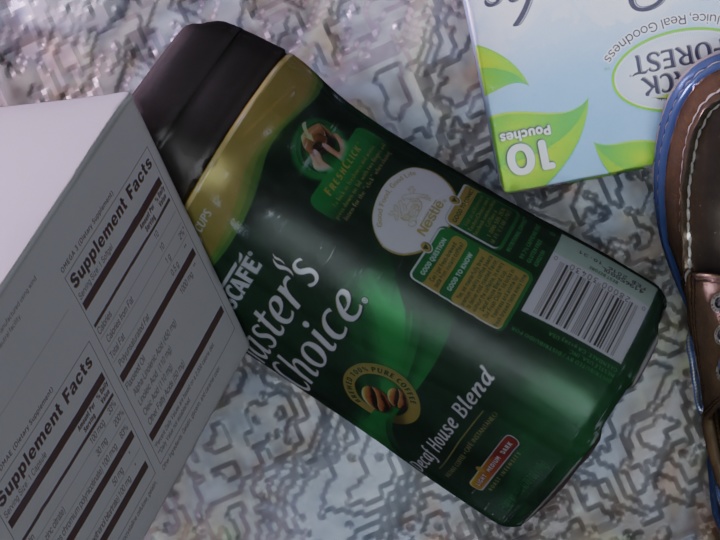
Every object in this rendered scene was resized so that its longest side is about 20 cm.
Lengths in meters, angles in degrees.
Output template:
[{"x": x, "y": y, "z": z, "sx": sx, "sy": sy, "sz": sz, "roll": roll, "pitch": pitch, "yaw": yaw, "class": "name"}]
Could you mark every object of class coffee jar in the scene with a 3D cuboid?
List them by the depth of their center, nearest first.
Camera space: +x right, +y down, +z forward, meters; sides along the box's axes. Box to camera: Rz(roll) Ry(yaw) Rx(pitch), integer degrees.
[{"x": 0.000, "y": 0.000, "z": 0.844, "sx": 0.200, "sy": 0.104, "sz": 0.085, "roll": 32, "pitch": 56, "yaw": 1, "class": "coffee jar"}]

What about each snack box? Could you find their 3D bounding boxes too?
[{"x": 0.100, "y": -0.139, "z": 0.849, "sx": 0.142, "sy": 0.053, "sz": 0.201, "roll": -11, "pitch": 96, "yaw": 6, "class": "snack box"}]

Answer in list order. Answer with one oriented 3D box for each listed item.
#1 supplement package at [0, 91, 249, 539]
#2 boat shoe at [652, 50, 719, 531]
[{"x": -0.166, "y": 0.037, "z": 0.789, "sx": 0.199, "sy": 0.156, "sz": 0.111, "roll": -3, "pitch": 128, "yaw": 27, "class": "supplement package"}, {"x": 0.147, "y": 0.023, "z": 0.825, "sx": 0.072, "sy": 0.072, "sz": 0.201, "roll": -11, "pitch": 113, "yaw": 6, "class": "boat shoe"}]
